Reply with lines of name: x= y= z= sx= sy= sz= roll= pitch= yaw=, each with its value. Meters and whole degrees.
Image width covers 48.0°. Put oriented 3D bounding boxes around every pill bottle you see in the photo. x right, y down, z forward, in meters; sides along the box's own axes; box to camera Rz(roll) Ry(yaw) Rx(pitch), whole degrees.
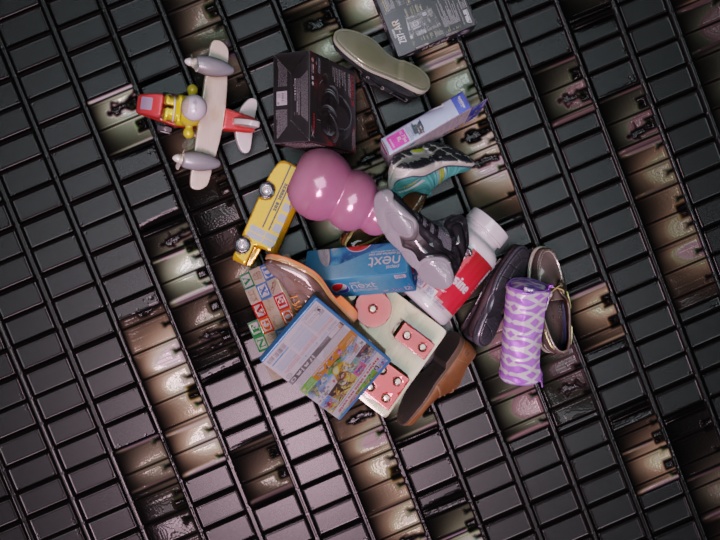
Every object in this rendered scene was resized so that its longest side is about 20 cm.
pill bottle: x=0.173 y=-0.011 z=1.468 sx=0.112 sy=0.112 sz=0.201 roll=40 pitch=90 yaw=-3

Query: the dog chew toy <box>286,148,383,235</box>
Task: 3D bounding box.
dog chew toy: x=-0.025 y=-0.127 z=1.401 sx=0.198 sy=0.125 sz=0.126 roll=25 pitch=91 yaw=-6

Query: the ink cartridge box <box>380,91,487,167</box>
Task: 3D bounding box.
ink cartridge box: x=0.128 y=-0.258 z=1.454 sx=0.198 sy=0.119 sz=0.042 roll=-28 pitch=87 yaw=-1

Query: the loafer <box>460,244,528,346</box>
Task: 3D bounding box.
loafer: x=0.243 y=0.039 z=1.498 sx=0.072 sy=0.063 sz=0.202 roll=25 pitch=89 yaw=-45

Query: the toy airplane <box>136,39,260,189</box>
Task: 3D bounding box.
toy airplane: x=-0.273 y=-0.274 z=1.428 sx=0.198 sy=0.141 sz=0.201 roll=-35 pitch=92 yaw=-1

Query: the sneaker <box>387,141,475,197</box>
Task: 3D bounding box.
sneaker: x=0.123 y=-0.179 z=1.458 sx=0.198 sy=0.077 sz=0.081 roll=-17 pitch=134 yaw=-35

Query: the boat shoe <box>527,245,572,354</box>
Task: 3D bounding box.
boat shoe: x=0.355 y=0.055 z=1.498 sx=0.071 sy=0.059 sz=0.203 roll=-6 pitch=92 yaw=-13

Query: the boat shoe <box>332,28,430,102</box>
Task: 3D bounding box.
boat shoe: x=0.028 y=-0.363 z=1.460 sx=0.197 sy=0.066 sz=0.075 roll=19 pitch=59 yaw=-22

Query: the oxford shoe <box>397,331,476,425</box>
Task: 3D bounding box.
oxford shoe: x=0.144 y=0.215 z=1.500 sx=0.071 sy=0.071 sz=0.201 roll=36 pitch=96 yaw=-28

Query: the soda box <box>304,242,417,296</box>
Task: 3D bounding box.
soda box: x=0.000 y=0.000 z=1.441 sx=0.197 sy=0.064 sz=0.069 roll=-5 pitch=57 yaw=19

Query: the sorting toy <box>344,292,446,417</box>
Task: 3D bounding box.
sorting toy: x=0.027 y=0.137 z=1.488 sx=0.198 sy=0.070 sz=0.201 roll=36 pitch=91 yaw=-3

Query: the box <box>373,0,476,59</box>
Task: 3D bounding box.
box: x=0.103 y=-0.510 z=1.483 sx=0.158 sy=0.044 sz=0.202 roll=-23 pitch=93 yaw=-1

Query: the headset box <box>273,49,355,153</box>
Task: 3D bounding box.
headset box: x=-0.073 y=-0.287 z=1.419 sx=0.076 sy=0.199 sz=0.151 roll=1 pitch=91 yaw=26

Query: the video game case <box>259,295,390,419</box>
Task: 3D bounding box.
video game case: x=-0.058 y=0.154 z=1.399 sx=0.143 sy=0.018 sz=0.200 roll=-48 pitch=119 yaw=0

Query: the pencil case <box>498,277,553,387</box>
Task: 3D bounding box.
pencil case: x=0.300 y=0.110 z=1.470 sx=0.084 sy=0.084 sz=0.203 roll=4 pitch=111 yaw=5

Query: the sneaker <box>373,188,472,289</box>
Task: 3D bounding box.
sneaker: x=0.111 y=-0.074 z=1.372 sx=0.114 sy=0.075 sz=0.201 roll=-44 pitch=102 yaw=-30

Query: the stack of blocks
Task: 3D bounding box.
stack of blocks: x=-0.144 y=0.086 z=1.458 sx=0.114 sy=0.058 sz=0.202 roll=-21 pitch=93 yaw=36

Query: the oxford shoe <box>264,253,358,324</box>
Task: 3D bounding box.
oxford shoe: x=-0.093 y=0.048 z=1.390 sx=0.199 sy=0.071 sz=0.073 roll=39 pitch=69 yaw=-16

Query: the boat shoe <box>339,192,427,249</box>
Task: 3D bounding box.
boat shoe: x=0.048 y=-0.095 z=1.482 sx=0.200 sy=0.068 sz=0.072 roll=-43 pitch=91 yaw=-1

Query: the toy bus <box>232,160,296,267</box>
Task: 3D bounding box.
toy bus: x=-0.163 y=-0.099 z=1.477 sx=0.077 sy=0.065 sz=0.202 roll=24 pitch=90 yaw=-4
